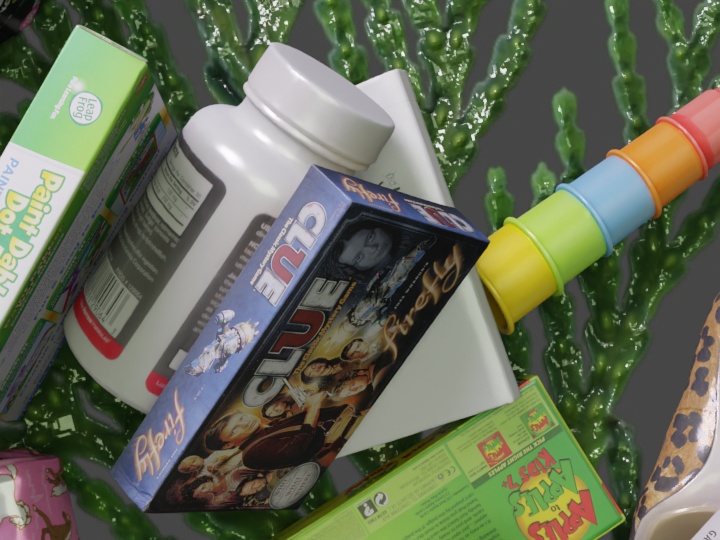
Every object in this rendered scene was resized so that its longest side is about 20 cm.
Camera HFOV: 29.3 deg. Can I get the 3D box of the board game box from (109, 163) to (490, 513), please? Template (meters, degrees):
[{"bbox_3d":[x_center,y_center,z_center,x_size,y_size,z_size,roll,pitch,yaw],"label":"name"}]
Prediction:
[{"bbox_3d":[-0.030,0.045,0.741,0.035,0.135,0.200,45,109,32],"label":"board game box"}]

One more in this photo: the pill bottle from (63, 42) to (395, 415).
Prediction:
[{"bbox_3d":[-0.069,-0.021,0.762,0.110,0.111,0.200,35,104,-3],"label":"pill bottle"}]

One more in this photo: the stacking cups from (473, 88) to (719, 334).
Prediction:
[{"bbox_3d":[0.149,-0.042,0.847,0.200,0.061,0.061,-36,91,-12],"label":"stacking cups"}]

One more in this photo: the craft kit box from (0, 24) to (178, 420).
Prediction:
[{"bbox_3d":[-0.169,-0.013,0.737,0.048,0.198,0.201,29,84,-3],"label":"craft kit box"}]

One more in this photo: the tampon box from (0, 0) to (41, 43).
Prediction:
[{"bbox_3d":[-0.251,-0.179,0.718,0.126,0.150,0.200,37,41,-2],"label":"tampon box"}]

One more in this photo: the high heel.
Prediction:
[{"bbox_3d":[0.214,0.104,0.848,0.071,0.143,0.201,20,119,-1],"label":"high heel"}]

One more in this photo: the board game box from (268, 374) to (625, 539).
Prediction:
[{"bbox_3d":[0.045,0.158,0.822,0.200,0.048,0.102,-32,90,-6],"label":"board game box"}]

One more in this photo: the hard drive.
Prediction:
[{"bbox_3d":[0.000,0.000,0.813,0.131,0.027,0.201,-20,88,20],"label":"hard drive"}]

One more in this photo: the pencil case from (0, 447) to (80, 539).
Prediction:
[{"bbox_3d":[-0.198,0.203,0.779,0.083,0.086,0.201,-7,87,-49],"label":"pencil case"}]

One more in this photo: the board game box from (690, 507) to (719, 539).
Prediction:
[{"bbox_3d":[0.242,0.208,0.787,0.152,0.046,0.200,-46,128,-6],"label":"board game box"}]
